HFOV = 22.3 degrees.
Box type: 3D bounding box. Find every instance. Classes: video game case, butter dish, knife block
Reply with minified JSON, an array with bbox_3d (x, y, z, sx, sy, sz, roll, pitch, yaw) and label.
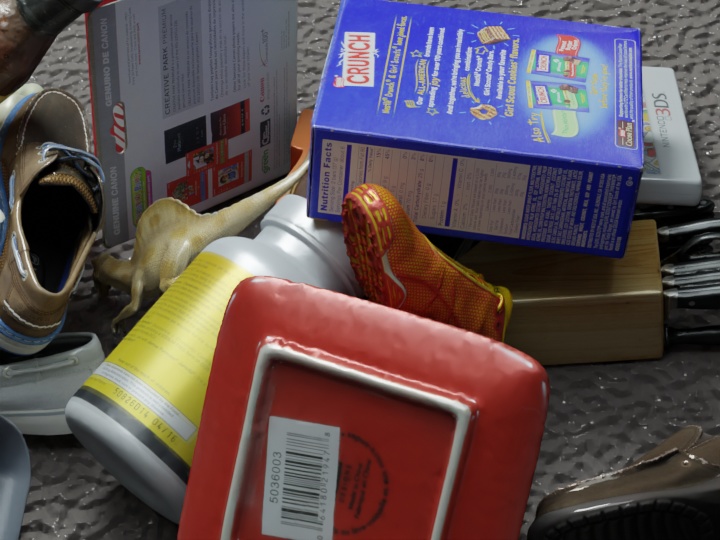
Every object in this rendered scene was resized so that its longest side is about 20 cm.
[{"bbox_3d":[0.127,-0.101,1.265,0.199,0.023,0.182,3,30,1],"label":"video game case"},{"bbox_3d":[0.015,0.111,1.066,0.199,0.201,0.148,16,11,19],"label":"butter dish"},{"bbox_3d":[0.164,0.022,1.182,0.200,0.064,0.175,-37,50,-26],"label":"knife block"}]

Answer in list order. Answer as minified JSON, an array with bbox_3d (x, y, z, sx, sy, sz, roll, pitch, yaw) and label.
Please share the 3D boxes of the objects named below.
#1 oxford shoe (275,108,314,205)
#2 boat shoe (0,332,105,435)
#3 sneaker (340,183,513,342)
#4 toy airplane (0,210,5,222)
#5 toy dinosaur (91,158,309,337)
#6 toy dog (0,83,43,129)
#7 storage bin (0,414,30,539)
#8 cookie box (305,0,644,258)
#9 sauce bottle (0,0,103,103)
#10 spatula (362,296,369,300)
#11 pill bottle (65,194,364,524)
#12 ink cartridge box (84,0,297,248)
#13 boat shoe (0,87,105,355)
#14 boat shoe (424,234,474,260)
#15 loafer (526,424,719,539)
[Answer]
[{"bbox_3d":[-0.021,-0.037,1.273,0.073,0.071,0.201,8,50,3],"label":"oxford shoe"},{"bbox_3d":[-0.262,0.068,1.192,0.199,0.069,0.072,2,23,10],"label":"boat shoe"},{"bbox_3d":[0.047,0.013,1.115,0.077,0.200,0.073,-34,41,-3],"label":"sneaker"},{"bbox_3d":[-0.301,-0.011,1.103,0.141,0.200,0.199,36,25,-2],"label":"toy airplane"},{"bbox_3d":[-0.116,-0.005,1.218,0.200,0.058,0.102,-24,70,30],"label":"toy dinosaur"},{"bbox_3d":[-0.287,-0.055,1.288,0.194,0.140,0.200,-35,48,1],"label":"toy dog"},{"bbox_3d":[-0.289,0.174,1.059,0.134,0.146,0.201,-5,61,26],"label":"storage bin"},{"bbox_3d":[0.074,-0.095,1.155,0.199,0.075,0.171,8,37,3],"label":"cookie box"},{"bbox_3d":[-0.246,-0.135,1.174,0.200,0.066,0.066,-30,38,26],"label":"sauce bottle"},{"bbox_3d":[0.000,0.000,1.207,0.056,0.021,0.201,-18,67,35],"label":"spatula"},{"bbox_3d":[-0.081,0.051,1.134,0.112,0.112,0.200,30,70,33],"label":"pill bottle"},{"bbox_3d":[-0.135,-0.140,1.279,0.175,0.201,0.084,-26,46,-32],"label":"ink cartridge box"},{"bbox_3d":[-0.197,-0.044,1.183,0.072,0.072,0.201,19,52,-29],"label":"boat shoe"},{"bbox_3d":[0.057,-0.060,1.282,0.070,0.066,0.200,15,50,23],"label":"boat shoe"},{"bbox_3d":[0.190,0.134,1.072,0.199,0.073,0.071,-11,34,-8],"label":"loafer"}]
